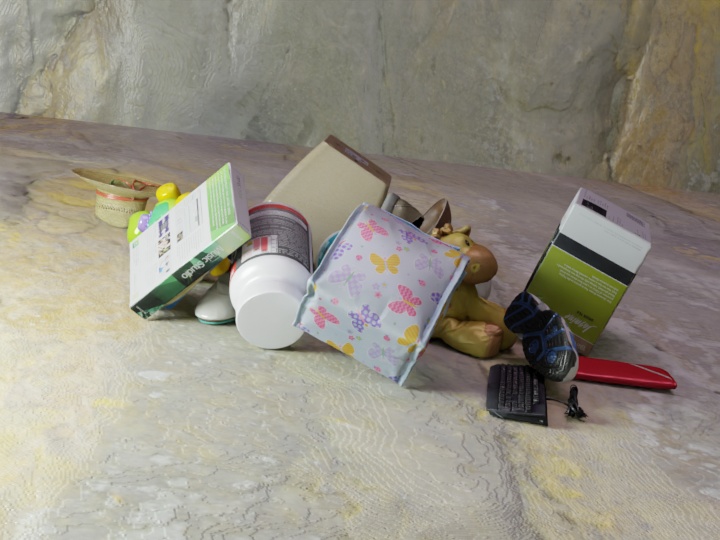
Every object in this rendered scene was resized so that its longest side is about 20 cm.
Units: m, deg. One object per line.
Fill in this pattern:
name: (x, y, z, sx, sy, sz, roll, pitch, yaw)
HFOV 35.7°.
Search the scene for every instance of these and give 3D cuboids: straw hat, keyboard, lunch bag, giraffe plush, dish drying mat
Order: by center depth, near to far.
keyboard: (0.224, 0.155, 1.419, 0.126, 0.021, 0.200, 10, 14, 6)
lunch bag: (0.034, 0.019, 1.426, 0.169, 0.127, 0.201, 28, 52, 3)
dish drying mat: (0.336, 0.139, 1.564, 0.198, 0.018, 0.077, 8, 14, -1)
giraffe plush: (0.140, 0.019, 1.628, 0.198, 0.164, 0.173, 9, 13, 0)
straw hat: (-0.441, -0.125, 2.060, 0.199, 0.086, 0.201, 13, 10, -2)

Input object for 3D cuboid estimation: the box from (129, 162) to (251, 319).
box: (-0.236, -0.041, 1.528, 0.036, 0.200, 0.145, 39, 23, -35)

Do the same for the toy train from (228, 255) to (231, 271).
toy train: (-0.157, -0.025, 1.846, 0.115, 0.085, 0.200, 16, 6, -38)

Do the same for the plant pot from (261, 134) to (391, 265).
plant pot: (-0.049, -0.121, 1.935, 0.199, 0.178, 0.200, 34, 12, -4)

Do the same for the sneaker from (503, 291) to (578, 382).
sneaker: (0.261, 0.093, 1.509, 0.077, 0.076, 0.200, 32, 16, -20)

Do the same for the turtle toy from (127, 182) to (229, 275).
turtle toy: (-0.300, -0.053, 1.766, 0.101, 0.146, 0.200, -36, 32, -20)

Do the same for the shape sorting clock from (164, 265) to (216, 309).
shape sorting clock: (-0.240, -0.030, 1.588, 0.039, 0.200, 0.200, 38, 0, -25)

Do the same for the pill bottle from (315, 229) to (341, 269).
pill bottle: (0.000, 0.000, 1.701, 0.110, 0.112, 0.200, 5, 6, -13)

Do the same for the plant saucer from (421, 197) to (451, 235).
plant saucer: (0.088, -0.028, 1.796, 0.032, 0.201, 0.200, 35, 10, -9)

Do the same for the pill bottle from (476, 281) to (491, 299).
pill bottle: (0.150, 0.001, 1.831, 0.111, 0.113, 0.200, 8, 13, -2)

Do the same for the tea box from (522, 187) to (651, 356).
tea box: (0.345, -0.003, 1.728, 0.133, 0.198, 0.200, 30, 17, 7)

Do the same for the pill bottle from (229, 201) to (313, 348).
pill bottle: (-0.120, 0.005, 1.518, 0.115, 0.117, 0.201, 6, 35, -9)

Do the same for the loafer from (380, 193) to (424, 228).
loafer: (0.044, -0.032, 1.566, 0.069, 0.076, 0.201, 18, 48, 5)

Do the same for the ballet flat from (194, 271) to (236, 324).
ballet flat: (-0.174, 0.027, 1.614, 0.069, 0.070, 0.200, 14, 14, 24)
